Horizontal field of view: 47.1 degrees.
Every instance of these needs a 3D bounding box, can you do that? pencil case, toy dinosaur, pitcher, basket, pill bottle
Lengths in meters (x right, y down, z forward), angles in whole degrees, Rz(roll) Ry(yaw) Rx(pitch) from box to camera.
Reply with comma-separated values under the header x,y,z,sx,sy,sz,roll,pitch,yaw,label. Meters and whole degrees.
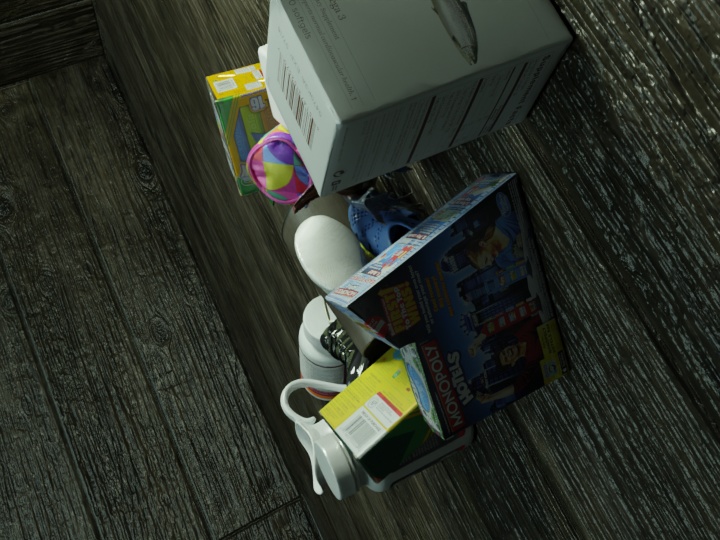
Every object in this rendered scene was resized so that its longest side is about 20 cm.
x,y,z,sx,sy,sz,roll,pitch,yaw,label
-0.055,-0.151,0.955,0.201,0.087,0.090,-60,-37,-53,pencil case
-0.002,-0.123,0.910,0.181,0.196,0.107,-142,59,-61,toy dinosaur
-0.009,0.217,1.248,0.174,0.197,0.122,61,162,21,pitcher
0.000,0.000,1.086,0.202,0.134,0.181,58,161,19,basket
0.042,0.222,1.095,0.111,0.197,0.112,55,159,34,pill bottle
-0.054,0.135,1.441,0.110,0.108,0.202,57,160,30,pill bottle

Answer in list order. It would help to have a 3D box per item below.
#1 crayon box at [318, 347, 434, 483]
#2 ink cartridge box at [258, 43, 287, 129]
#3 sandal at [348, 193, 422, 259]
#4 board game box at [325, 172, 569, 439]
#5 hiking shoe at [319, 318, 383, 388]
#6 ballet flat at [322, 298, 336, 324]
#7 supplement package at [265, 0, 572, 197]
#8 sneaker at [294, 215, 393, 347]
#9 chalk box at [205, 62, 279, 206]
x,y,z,sx,sy,sz,roll,pitch,yaw,label
0.057,0.147,0.999,0.051,0.199,0.127,54,171,-27,crayon box
0.001,-0.182,0.827,0.200,0.143,0.085,45,152,51,ink cartridge box
0.050,-0.033,0.948,0.200,0.079,0.087,44,174,37,sandal
0.077,0.039,0.767,0.061,0.197,0.204,14,124,68,board game box
-0.009,0.114,1.167,0.201,0.099,0.077,-76,-32,-55,hiking shoe
-0.013,0.074,1.298,0.200,0.074,0.069,50,155,46,ballet flat
0.039,-0.162,0.641,0.118,0.197,0.118,62,162,15,supplement package
-0.006,0.024,0.974,0.200,0.075,0.089,47,166,22,sneaker
-0.151,-0.203,1.284,0.125,0.122,0.203,-121,16,-56,chalk box
